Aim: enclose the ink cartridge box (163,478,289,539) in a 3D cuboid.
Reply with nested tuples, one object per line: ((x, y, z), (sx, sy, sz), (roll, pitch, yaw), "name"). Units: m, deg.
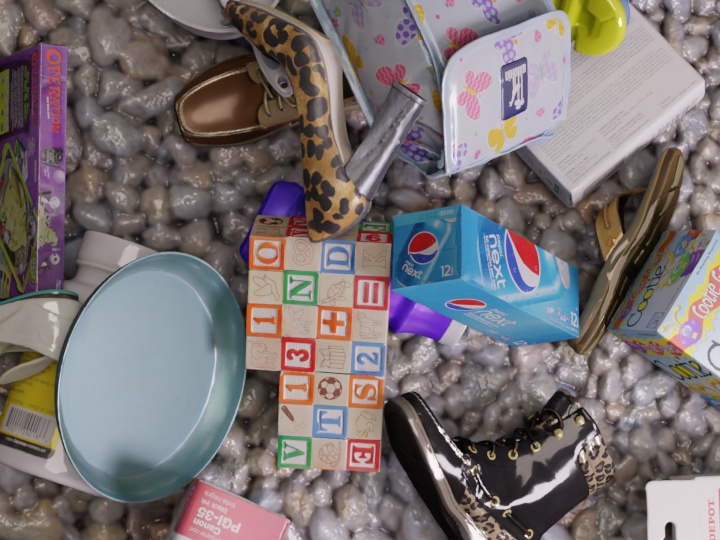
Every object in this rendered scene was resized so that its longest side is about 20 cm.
((-0.136, 0.274, 1.568), (0.082, 0.147, 0.201), (25, 82, -5), "ink cartridge box")

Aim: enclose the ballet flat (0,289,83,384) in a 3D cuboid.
((-0.300, 0.059, 1.550), (0.199, 0.069, 0.070), (-9, 85, 34), "ballet flat")

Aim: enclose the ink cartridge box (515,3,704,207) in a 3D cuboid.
((0.178, -0.179, 1.718), (0.161, 0.050, 0.200), (-39, 74, -10), "ink cartridge box")

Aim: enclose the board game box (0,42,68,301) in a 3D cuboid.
((-0.274, -0.076, 1.591), (0.032, 0.120, 0.201), (3, 85, -28), "board game box")

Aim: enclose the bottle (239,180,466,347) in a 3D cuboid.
((0.000, 0.000, 1.653), (0.199, 0.065, 0.084), (26, 91, -6), "bottle")

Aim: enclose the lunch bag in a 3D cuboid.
((0.079, -0.186, 1.600), (0.169, 0.127, 0.201), (-21, 87, -41), "lunch bag")

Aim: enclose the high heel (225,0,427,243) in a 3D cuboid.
((-0.059, -0.121, 1.554), (0.200, 0.071, 0.143), (34, 98, 23), "high heel")

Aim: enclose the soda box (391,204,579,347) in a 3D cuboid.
((0.105, 0.007, 1.604), (0.068, 0.200, 0.064), (-10, 70, 32), "soda box")

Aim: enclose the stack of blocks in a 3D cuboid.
((-0.035, 0.060, 1.606), (0.115, 0.059, 0.201), (3, 108, 2), "stack of blocks")

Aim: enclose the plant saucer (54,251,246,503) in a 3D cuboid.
((-0.168, 0.082, 1.543), (0.200, 0.027, 0.201), (-16, 112, -46), "plant saucer")

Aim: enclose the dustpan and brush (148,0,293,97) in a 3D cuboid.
((-0.102, -0.221, 1.636), (0.139, 0.057, 0.201), (-25, 76, -8), "dustpan and brush")

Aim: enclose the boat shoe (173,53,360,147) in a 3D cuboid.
((-0.060, -0.158, 1.653), (0.199, 0.074, 0.076), (-18, 90, -10), "boat shoe")

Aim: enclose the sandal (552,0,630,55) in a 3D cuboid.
((0.155, -0.255, 1.688), (0.200, 0.080, 0.087), (34, 41, 17), "sandal")

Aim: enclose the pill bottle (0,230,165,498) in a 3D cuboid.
((-0.218, 0.075, 1.590), (0.111, 0.111, 0.201), (20, 83, -7), "pill bottle")

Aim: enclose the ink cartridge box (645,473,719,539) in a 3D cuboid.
((0.332, 0.232, 1.685), (0.199, 0.067, 0.118), (0, 86, -10), "ink cartridge box")

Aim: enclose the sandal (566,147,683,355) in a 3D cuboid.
((0.222, -0.023, 1.695), (0.054, 0.080, 0.201), (28, 86, 18), "sandal")

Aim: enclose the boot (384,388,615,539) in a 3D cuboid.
((0.119, 0.151, 1.639), (0.150, 0.073, 0.200), (-36, 112, -13), "boot")

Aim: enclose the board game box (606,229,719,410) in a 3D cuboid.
((0.330, 0.063, 1.667), (0.200, 0.103, 0.105), (34, 81, -14), "board game box")
